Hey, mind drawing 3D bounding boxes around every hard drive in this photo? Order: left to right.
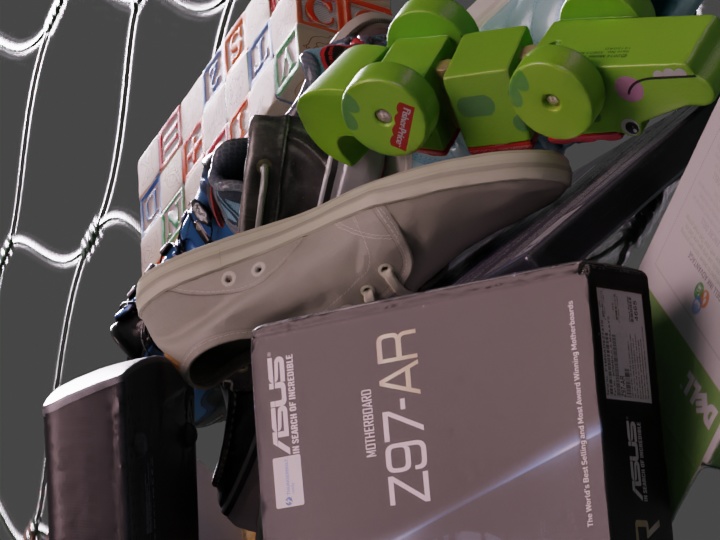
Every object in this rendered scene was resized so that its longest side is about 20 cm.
[{"bbox_3d":[-0.098,0.104,1.215,0.200,0.042,0.135,19,-111,-85],"label":"hard drive"}]

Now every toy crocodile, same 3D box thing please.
[{"bbox_3d":[0.061,-0.074,1.174,0.200,0.062,0.068,-4,36,29],"label":"toy crocodile"}]

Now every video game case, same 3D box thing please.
[{"bbox_3d":[0.068,-0.010,1.202,0.143,0.019,0.200,-39,3,-32],"label":"video game case"}]

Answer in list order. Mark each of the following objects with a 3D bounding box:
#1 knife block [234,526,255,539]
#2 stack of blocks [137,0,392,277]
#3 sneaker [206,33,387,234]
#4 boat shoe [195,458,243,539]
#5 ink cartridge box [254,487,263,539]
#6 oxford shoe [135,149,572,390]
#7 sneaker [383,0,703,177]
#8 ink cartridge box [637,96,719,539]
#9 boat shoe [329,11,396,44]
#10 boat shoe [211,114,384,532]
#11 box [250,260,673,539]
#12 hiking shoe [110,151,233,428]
[{"bbox_3d":[-0.042,0.136,1.416,0.176,0.064,0.200,7,84,65],"label":"knife block"},{"bbox_3d":[-0.052,-0.065,1.552,0.200,0.058,0.115,-51,34,43],"label":"stack of blocks"},{"bbox_3d":[0.016,-0.070,1.306,0.200,0.096,0.079,-38,37,13],"label":"sneaker"},{"bbox_3d":[-0.089,0.177,1.348,0.066,0.070,0.200,-56,37,40],"label":"boat shoe"},{"bbox_3d":[-0.032,0.186,1.263,0.050,0.161,0.200,-5,70,25],"label":"ink cartridge box"},{"bbox_3d":[0.000,0.000,1.200,0.200,0.075,0.058,-21,72,18],"label":"oxford shoe"},{"bbox_3d":[0.081,-0.082,1.225,0.200,0.074,0.082,-57,31,15],"label":"sneaker"},{"bbox_3d":[0.152,0.011,1.066,0.200,0.059,0.104,-66,27,23],"label":"ink cartridge box"},{"bbox_3d":[0.000,-0.024,1.408,0.060,0.072,0.200,30,108,59],"label":"boat shoe"},{"bbox_3d":[-0.045,0.019,1.293,0.072,0.071,0.200,-87,11,-72],"label":"boat shoe"},{"bbox_3d":[0.039,0.108,1.069,0.160,0.044,0.200,-11,78,36],"label":"box"},{"bbox_3d":[-0.082,0.020,1.480,0.074,0.087,0.200,52,149,33],"label":"hiking shoe"}]
